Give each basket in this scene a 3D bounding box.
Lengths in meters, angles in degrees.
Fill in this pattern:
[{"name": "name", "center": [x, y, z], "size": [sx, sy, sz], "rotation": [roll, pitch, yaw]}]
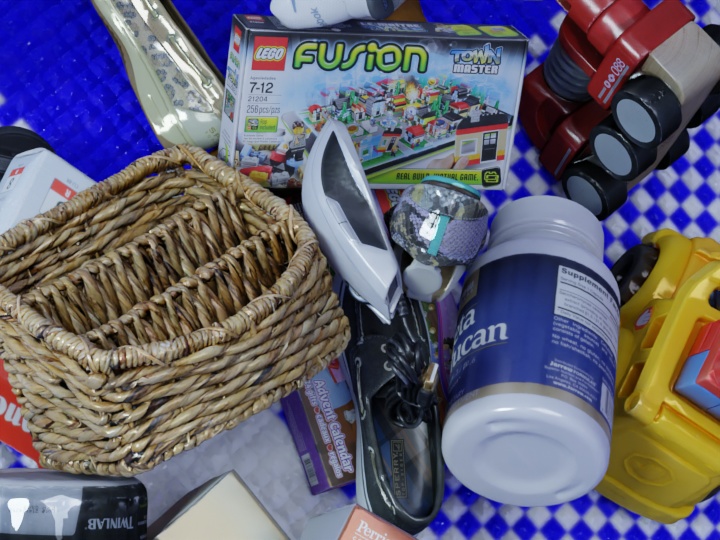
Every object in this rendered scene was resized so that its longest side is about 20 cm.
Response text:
[{"name": "basket", "center": [-0.117, 0.018, 1.265], "size": [0.200, 0.142, 0.150], "rotation": [-30, 108, -37]}]

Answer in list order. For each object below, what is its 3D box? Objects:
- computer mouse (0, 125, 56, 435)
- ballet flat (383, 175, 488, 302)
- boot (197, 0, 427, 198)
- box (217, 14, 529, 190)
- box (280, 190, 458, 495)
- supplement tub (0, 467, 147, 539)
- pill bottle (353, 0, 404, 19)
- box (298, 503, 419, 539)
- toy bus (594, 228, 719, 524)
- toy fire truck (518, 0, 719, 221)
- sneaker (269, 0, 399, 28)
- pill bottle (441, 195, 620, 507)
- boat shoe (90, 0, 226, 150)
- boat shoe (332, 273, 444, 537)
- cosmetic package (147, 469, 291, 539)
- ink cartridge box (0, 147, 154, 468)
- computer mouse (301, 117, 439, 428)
[{"name": "computer mouse", "center": [-0.261, 0.005, 1.328], "size": [0.140, 0.046, 0.201], "rotation": [4, 83, -37]}, {"name": "ballet flat", "center": [0.044, -0.015, 1.346], "size": [0.072, 0.200, 0.072], "rotation": [0, 84, 1]}, {"name": "boot", "center": [-0.038, -0.134, 1.456], "size": [0.200, 0.071, 0.145], "rotation": [-13, 69, -16]}, {"name": "box", "center": [0.008, -0.110, 1.375], "size": [0.199, 0.035, 0.111], "rotation": [-1, 113, -19]}, {"name": "box", "center": [0.000, 0.039, 1.430], "size": [0.136, 0.039, 0.201], "rotation": [-16, 83, -25]}, {"name": "supplement tub", "center": [-0.192, 0.223, 1.250], "size": [0.122, 0.122, 0.201], "rotation": [3, 88, -20]}, {"name": "pill bottle", "center": [-0.047, -0.266, 1.425], "size": [0.200, 0.114, 0.113], "rotation": [40, 64, 17]}, {"name": "box", "center": [-0.009, 0.258, 1.226], "size": [0.124, 0.097, 0.201], "rotation": [30, 71, -9]}, {"name": "toy bus", "center": [0.242, 0.056, 1.438], "size": [0.135, 0.192, 0.201], "rotation": [32, 65, -9]}, {"name": "toy fire truck", "center": [0.145, -0.150, 1.471], "size": [0.129, 0.176, 0.200], "rotation": [-37, 78, -25]}, {"name": "sneaker", "center": [-0.032, -0.246, 1.322], "size": [0.087, 0.074, 0.201], "rotation": [-15, 65, 19]}, {"name": "pill bottle", "center": [0.119, 0.049, 1.397], "size": [0.111, 0.111, 0.201], "rotation": [23, 48, -14]}, {"name": "boat shoe", "center": [-0.137, -0.173, 1.402], "size": [0.062, 0.073, 0.201], "rotation": [-26, 85, 12]}, {"name": "boat shoe", "center": [0.025, 0.079, 1.376], "size": [0.068, 0.057, 0.201], "rotation": [-3, 78, -21]}, {"name": "cosmetic package", "center": [-0.058, 0.231, 1.322], "size": [0.071, 0.105, 0.200], "rotation": [-40, 91, -23]}, {"name": "ink cartridge box", "center": [-0.190, 0.047, 1.320], "size": [0.162, 0.050, 0.201], "rotation": [36, 61, -32]}, {"name": "computer mouse", "center": [0.000, 0.000, 1.313], "size": [0.044, 0.110, 0.201], "rotation": [-19, 73, -4]}]
